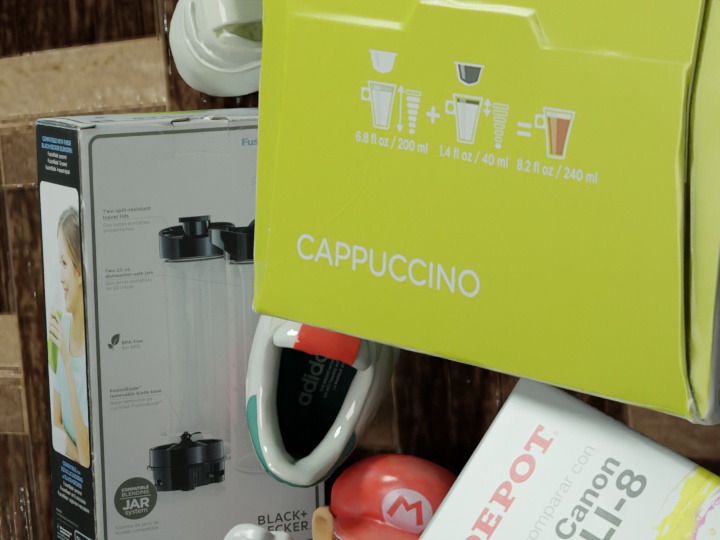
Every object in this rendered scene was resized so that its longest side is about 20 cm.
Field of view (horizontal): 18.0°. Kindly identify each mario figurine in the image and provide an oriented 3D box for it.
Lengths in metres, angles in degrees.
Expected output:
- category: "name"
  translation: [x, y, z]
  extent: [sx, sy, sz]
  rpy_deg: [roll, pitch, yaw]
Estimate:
- category: "mario figurine"
  translation: [-0.002, 0.172, 0.992]
  extent: [0.106, 0.123, 0.201]
  rpy_deg: [44, 127, 41]

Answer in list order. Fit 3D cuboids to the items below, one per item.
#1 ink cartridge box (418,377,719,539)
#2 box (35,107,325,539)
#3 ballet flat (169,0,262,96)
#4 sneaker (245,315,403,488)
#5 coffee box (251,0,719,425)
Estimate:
- category: "ink cartridge box"
  translation: [0.115, 0.156, 0.758]
  extent: [0.200, 0.145, 0.146]
  rpy_deg: [28, 82, 37]
- category: "box"
  translation: [-0.080, 0.028, 1.028]
  extent: [0.060, 0.116, 0.201]
  rpy_deg: [15, 109, 62]
- category: "ballet flat"
  translation: [-0.029, -0.124, 1.000]
  extent: [0.199, 0.069, 0.070]
  rpy_deg: [-15, 87, 41]
- category: "sneaker"
  translation: [-0.001, 0.000, 0.955]
  extent: [0.070, 0.093, 0.201]
  rpy_deg: [18, 102, -4]
- category: "coffee box"
  translation: [0.097, -0.074, 0.815]
  extent: [0.199, 0.197, 0.201]
  rpy_deg: [12, 105, 38]
